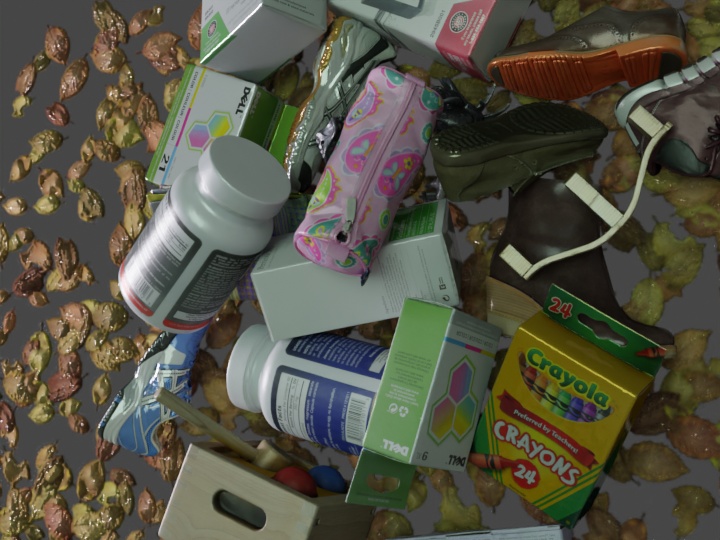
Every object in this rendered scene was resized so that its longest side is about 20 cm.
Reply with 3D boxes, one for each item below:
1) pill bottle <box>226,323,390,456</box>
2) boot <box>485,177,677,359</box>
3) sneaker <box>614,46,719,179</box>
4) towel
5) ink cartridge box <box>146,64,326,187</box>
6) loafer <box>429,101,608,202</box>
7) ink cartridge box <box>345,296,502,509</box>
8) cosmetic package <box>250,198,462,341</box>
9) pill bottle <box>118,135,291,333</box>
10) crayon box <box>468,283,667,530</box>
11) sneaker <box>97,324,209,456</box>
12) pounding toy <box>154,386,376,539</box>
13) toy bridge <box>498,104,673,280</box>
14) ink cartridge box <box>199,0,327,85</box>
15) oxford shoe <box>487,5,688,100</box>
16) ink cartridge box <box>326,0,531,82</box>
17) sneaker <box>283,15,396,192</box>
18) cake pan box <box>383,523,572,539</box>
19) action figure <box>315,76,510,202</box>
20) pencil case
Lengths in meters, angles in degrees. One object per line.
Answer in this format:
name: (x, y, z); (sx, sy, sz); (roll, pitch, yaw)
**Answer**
pill bottle: (-0.033, 0.124, 1.054); (0.199, 0.116, 0.116); (14, 88, 25)
boot: (0.220, -0.003, 0.985); (0.199, 0.072, 0.167); (11, 89, 28)
sneaker: (0.353, -0.150, 0.958); (0.199, 0.076, 0.116); (-25, 78, 29)
towel: (-0.138, -0.026, 1.129); (0.199, 0.023, 0.144); (4, 119, 17)
ink cartridge box: (-0.126, -0.137, 1.155); (0.199, 0.076, 0.148); (20, 91, 26)
loafer: (0.155, -0.117, 0.998); (0.076, 0.199, 0.068); (-126, 32, -47)
ink cartridge box: (0.063, 0.135, 0.954); (0.059, 0.104, 0.201); (13, 84, 37)
cosmetic package: (0.000, 0.000, 1.037); (0.199, 0.108, 0.085); (-11, 112, 11)
pill bottle: (-0.161, -0.036, 1.050); (0.200, 0.116, 0.116); (-49, 65, 32)
crayon box: (0.188, 0.129, 0.945); (0.127, 0.051, 0.201); (31, 123, 25)
sneaker: (-0.222, 0.124, 1.171); (0.077, 0.076, 0.200); (33, 94, -2)
pounding toy: (-0.107, 0.224, 1.033); (0.199, 0.184, 0.143); (21, 90, 25)
toy bridge: (0.224, -0.065, 0.956); (0.067, 0.027, 0.200); (45, 98, 12)
ink cartridge box: (-0.110, -0.336, 1.128); (0.145, 0.087, 0.201); (-25, 58, 50)
oxford shoe: (0.230, -0.225, 1.027); (0.199, 0.071, 0.073); (-2, 62, 19)
ink cartridge box: (0.077, -0.313, 1.089); (0.200, 0.085, 0.146); (28, 94, 27)
sneaker: (-0.022, -0.171, 1.099); (0.087, 0.076, 0.201); (20, 96, -17)
cake pan box: (0.126, 0.348, 0.988); (0.199, 0.052, 0.185); (-12, 80, 22)
action figure: (0.057, -0.136, 1.065); (0.199, 0.102, 0.119); (-17, 59, -10)
pencil case: (0.008, -0.091, 0.953); (0.087, 0.087, 0.201); (18, 73, 25)
